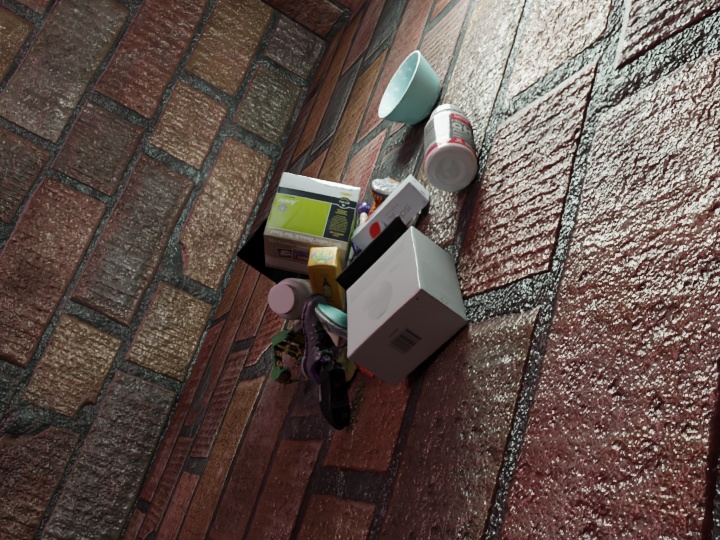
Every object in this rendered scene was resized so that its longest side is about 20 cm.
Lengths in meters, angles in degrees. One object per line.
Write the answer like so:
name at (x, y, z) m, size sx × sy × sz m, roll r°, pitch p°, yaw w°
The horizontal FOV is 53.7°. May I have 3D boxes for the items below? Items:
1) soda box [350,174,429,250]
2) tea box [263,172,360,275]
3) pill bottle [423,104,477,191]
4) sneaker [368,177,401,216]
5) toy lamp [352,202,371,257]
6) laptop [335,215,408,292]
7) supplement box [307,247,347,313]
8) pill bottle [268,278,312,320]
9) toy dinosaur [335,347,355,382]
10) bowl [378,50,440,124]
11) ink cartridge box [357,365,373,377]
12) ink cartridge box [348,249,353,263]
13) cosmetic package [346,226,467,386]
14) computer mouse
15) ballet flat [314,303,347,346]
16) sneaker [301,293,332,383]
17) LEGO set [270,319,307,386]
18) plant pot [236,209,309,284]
soda box at (0.069, -0.125, 1.650) m, size 0.200 × 0.068 × 0.064 m, roll -44°, pitch 11°, yaw 21°
tea box at (-0.115, -0.104, 1.711) m, size 0.134 × 0.197 × 0.199 m, roll 98°, pitch -175°, yaw -55°
pill bottle at (0.189, -0.269, 1.516) m, size 0.111 × 0.110 × 0.201 m, roll -49°, pitch 23°, yaw 36°
sneaker at (0.058, -0.163, 1.759) m, size 0.113 × 0.077 × 0.200 m, roll -68°, pitch -12°, yaw 14°
toy lamp at (0.008, -0.102, 1.880) m, size 0.058 × 0.058 × 0.201 m, roll -50°, pitch 20°, yaw 34°
laptop at (0.024, -0.030, 1.571) m, size 0.187 × 0.200 × 0.116 m, roll -45°, pitch 52°, yaw -2°
supplement box at (-0.072, 0.040, 1.596) m, size 0.202 × 0.065 × 0.069 m, roll 83°, pitch -170°, yaw -46°
pill bottle at (-0.160, 0.073, 1.808) m, size 0.105 × 0.104 × 0.200 m, roll -61°, pitch -18°, yaw 7°
toy dinosaur at (-0.041, 0.213, 1.610) m, size 0.101 × 0.058 × 0.203 m, roll -13°, pitch 62°, yaw 51°
bowl at (0.144, -0.479, 1.929) m, size 0.201 × 0.104 × 0.202 m, roll -53°, pitch 22°, yaw 31°
ink cartridge box at (0.015, 0.128, 1.570) m, size 0.175 × 0.043 × 0.200 m, roll -64°, pitch 18°, yaw -5°
ink cartridge box at (-0.091, -0.027, 1.997) m, size 0.202 × 0.083 × 0.144 m, roll -67°, pitch 19°, yaw -6°
cosmetic package at (0.079, 0.065, 1.321) m, size 0.199 × 0.122 × 0.201 m, roll -44°, pitch 27°, yaw 26°
computer mouse at (-0.050, 0.231, 1.513) m, size 0.046 × 0.140 × 0.203 m, roll -11°, pitch 87°, yaw 32°
ballet flat at (-0.018, 0.137, 1.459) m, size 0.074 × 0.198 × 0.075 m, roll -42°, pitch -34°, yaw -38°
sneaker at (-0.082, 0.154, 1.554) m, size 0.087 × 0.074 × 0.203 m, roll 27°, pitch 120°, yaw 56°
LEGO set at (-0.134, 0.209, 1.811) m, size 0.200 × 0.115 × 0.155 m, roll -40°, pitch 46°, yaw 24°
plant pot at (-0.183, -0.092, 1.932) m, size 0.199 × 0.199 × 0.179 m, roll -41°, pitch 18°, yaw 44°
